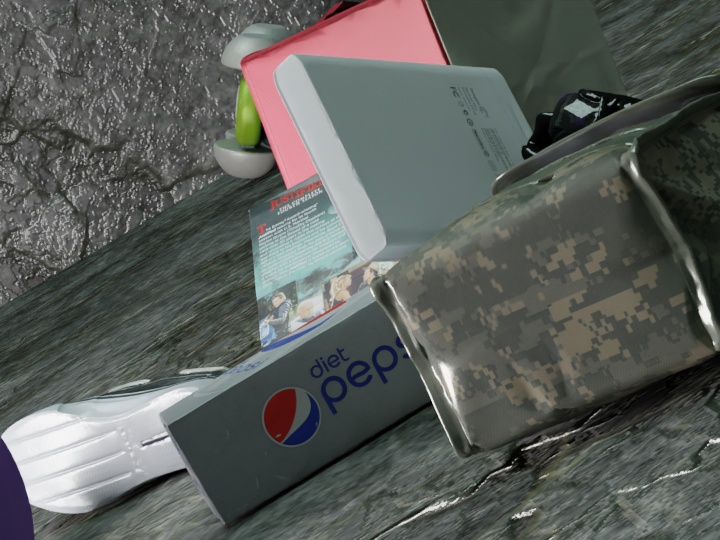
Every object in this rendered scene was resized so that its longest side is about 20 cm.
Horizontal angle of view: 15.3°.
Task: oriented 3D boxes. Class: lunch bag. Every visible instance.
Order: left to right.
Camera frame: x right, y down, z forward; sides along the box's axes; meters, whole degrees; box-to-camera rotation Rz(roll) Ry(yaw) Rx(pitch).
[{"bbox_3d":[0.130,-0.013,1.286,0.164,0.118,0.200,-26,3,35],"label":"lunch bag"}]

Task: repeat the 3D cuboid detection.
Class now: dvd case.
[{"bbox_3d":[0.000,0.000,1.665,0.145,0.022,0.201,-28,40,17],"label":"dvd case"}]

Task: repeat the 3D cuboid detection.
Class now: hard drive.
[{"bbox_3d":[0.044,-0.067,1.616,0.027,0.132,0.199,-39,-22,32],"label":"hard drive"}]

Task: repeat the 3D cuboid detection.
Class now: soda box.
[{"bbox_3d":[-0.012,0.060,1.511,0.199,0.068,0.063,-32,8,-6],"label":"soda box"}]

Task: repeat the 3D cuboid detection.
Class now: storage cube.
[{"bbox_3d":[0.060,-0.107,1.831,0.179,0.201,0.171,-20,2,44],"label":"storage cube"}]

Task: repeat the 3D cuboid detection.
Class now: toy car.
[{"bbox_3d":[-0.096,-0.207,3.325,0.149,0.176,0.200,8,14,6],"label":"toy car"}]

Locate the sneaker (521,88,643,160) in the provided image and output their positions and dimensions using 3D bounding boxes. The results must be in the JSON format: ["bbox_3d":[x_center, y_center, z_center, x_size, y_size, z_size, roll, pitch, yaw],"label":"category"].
[{"bbox_3d":[0.154,-0.068,1.576,0.076,0.087,0.200,-59,14,-18],"label":"sneaker"}]

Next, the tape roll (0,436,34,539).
[{"bbox_3d":[-0.283,0.151,1.452,0.199,0.201,0.085,-28,7,15],"label":"tape roll"}]

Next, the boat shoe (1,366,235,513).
[{"bbox_3d":[-0.146,0.109,1.749,0.199,0.073,0.071,-13,7,32],"label":"boat shoe"}]

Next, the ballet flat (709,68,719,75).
[{"bbox_3d":[0.252,-0.090,1.564,0.065,0.071,0.200,-4,3,-16],"label":"ballet flat"}]
